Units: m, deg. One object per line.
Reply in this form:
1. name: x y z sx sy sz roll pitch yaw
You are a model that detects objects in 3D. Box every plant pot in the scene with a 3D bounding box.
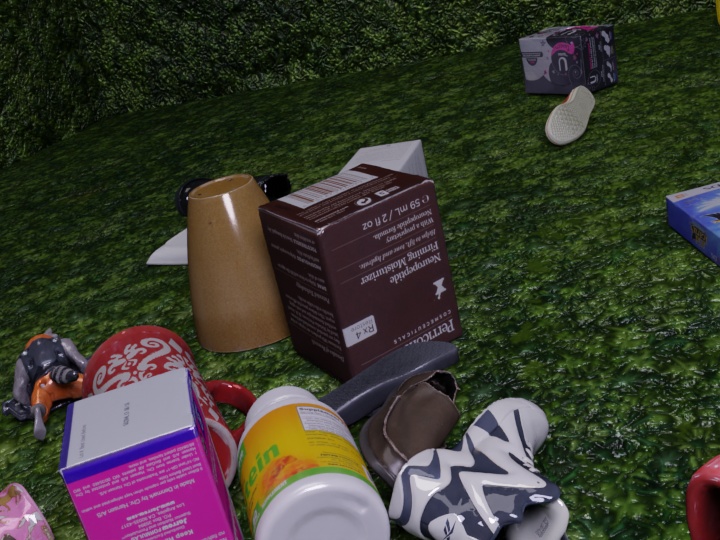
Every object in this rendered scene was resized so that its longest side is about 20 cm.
1. plant pot: -0.165 -0.022 1.219 0.182 0.205 0.187 -11 21 4

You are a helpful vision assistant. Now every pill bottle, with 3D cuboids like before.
1. pill bottle: -0.051 0.182 0.770 0.109 0.114 0.200 -18 22 -9

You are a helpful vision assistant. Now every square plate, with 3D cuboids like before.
1. square plate: -0.268 -0.064 1.621 0.196 0.029 0.198 -1 26 32

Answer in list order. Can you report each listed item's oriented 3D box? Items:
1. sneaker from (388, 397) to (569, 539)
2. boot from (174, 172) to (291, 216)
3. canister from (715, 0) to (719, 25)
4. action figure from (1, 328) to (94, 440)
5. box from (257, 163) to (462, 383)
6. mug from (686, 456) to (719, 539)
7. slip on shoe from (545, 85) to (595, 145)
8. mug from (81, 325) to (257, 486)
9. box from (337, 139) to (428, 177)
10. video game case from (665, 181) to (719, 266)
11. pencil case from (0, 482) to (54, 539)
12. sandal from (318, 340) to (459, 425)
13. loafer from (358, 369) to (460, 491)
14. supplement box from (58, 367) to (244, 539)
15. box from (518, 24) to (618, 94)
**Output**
1. sneaker: 0.130 0.181 0.719 0.128 0.081 0.197 29 24 35
2. boot: -0.240 -0.149 1.707 0.159 0.075 0.197 0 10 35
3. canister: 0.950 -0.704 2.214 0.085 0.152 0.200 0 27 31
4. action figure: -0.368 0.125 1.135 0.198 0.107 0.192 -29 35 -27
5. box: 0.000 0.000 1.055 0.164 0.204 0.163 -25 24 -25
6. mug: 0.254 0.184 0.428 0.130 0.204 0.178 -13 21 4
7. slip on shoe: 0.399 -0.291 1.702 0.061 0.074 0.200 -42 6 43
8. mug: -0.190 0.148 0.925 0.175 0.136 0.199 -24 27 -18
9. box: 0.035 -0.085 1.304 0.104 0.156 0.201 -5 23 20
10. video game case: 0.507 -0.068 1.104 0.177 0.046 0.201 -15 22 1
11. pencil case: -0.372 0.279 0.791 0.198 0.087 0.083 -32 -4 -38
12. sandal: 0.019 0.134 0.951 0.197 0.044 0.076 -28 16 -6
13. loafer: 0.052 0.137 0.810 0.071 0.073 0.200 -45 5 18
14. supplement box: -0.148 0.197 0.677 0.101 0.204 0.101 -16 22 -9
15. box: 0.470 -0.479 2.000 0.113 0.135 0.198 -24 23 -28
